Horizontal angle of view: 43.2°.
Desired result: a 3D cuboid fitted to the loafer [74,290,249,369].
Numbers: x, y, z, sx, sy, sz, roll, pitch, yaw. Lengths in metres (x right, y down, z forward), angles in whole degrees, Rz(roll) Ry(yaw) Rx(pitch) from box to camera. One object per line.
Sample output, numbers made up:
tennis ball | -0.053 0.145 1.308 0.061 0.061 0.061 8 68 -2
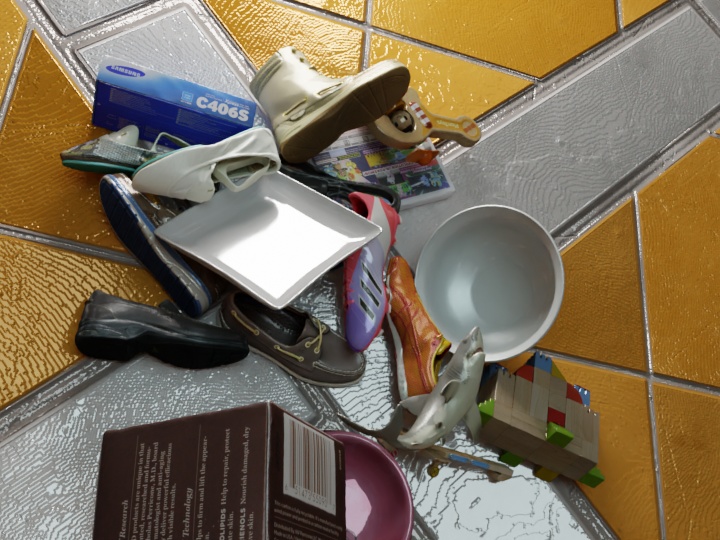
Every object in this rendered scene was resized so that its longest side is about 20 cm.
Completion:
loafer | -0.223 0.065 1.048 0.196 0.073 0.074 10 56 -17

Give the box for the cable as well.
cable | -0.047 -0.104 1.207 0.196 0.051 0.098 6 48 -12

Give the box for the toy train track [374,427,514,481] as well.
toy train track | 0.099 0.230 1.092 0.197 0.114 0.033 20 92 -27

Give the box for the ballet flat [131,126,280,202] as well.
ballet flat | -0.176 -0.119 1.093 0.198 0.070 0.070 -25 75 -35

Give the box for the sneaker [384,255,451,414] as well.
sneaker | 0.074 0.078 1.145 0.076 0.073 0.204 -15 76 11

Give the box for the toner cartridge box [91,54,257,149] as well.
toner cartridge box | -0.238 -0.200 1.161 0.196 0.095 0.044 16 58 -14

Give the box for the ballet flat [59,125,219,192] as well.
ballet flat | -0.269 -0.142 1.131 0.197 0.072 0.073 11 61 -22

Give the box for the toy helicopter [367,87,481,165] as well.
toy helicopter | 0.094 -0.198 1.278 0.197 0.079 0.134 4 57 -33

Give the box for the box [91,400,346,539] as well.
box | -0.132 0.242 0.886 0.196 0.166 0.167 -14 61 22

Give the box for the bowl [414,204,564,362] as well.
bowl | 0.176 0.023 1.187 0.197 0.090 0.206 -5 78 23

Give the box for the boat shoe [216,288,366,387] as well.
boat shoe | -0.078 0.080 1.101 0.197 0.060 0.073 26 57 -7

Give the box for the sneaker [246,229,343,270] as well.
sneaker | -0.082 -0.038 1.155 0.198 0.071 0.078 -14 39 -41

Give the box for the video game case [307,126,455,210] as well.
video game case | 0.016 -0.165 1.284 0.197 0.023 0.185 -15 71 -28

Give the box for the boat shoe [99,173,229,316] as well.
boat shoe | -0.236 -0.040 1.101 0.072 0.072 0.201 -38 92 -37

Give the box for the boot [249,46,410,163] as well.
boot | -0.045 -0.251 1.218 0.198 0.073 0.157 -33 55 4

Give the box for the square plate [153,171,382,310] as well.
square plate | -0.106 -0.039 1.072 0.198 0.029 0.197 29 44 25

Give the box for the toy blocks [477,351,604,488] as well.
toy blocks | 0.229 0.172 1.166 0.197 0.100 0.138 24 47 -8

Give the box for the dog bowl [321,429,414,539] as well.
dog bowl | -0.027 0.271 1.017 0.196 0.074 0.204 9 61 -17

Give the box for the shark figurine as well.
shark figurine | 0.066 0.162 1.044 0.213 0.088 0.131 -31 121 -41

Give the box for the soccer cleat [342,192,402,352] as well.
soccer cleat | 0.000 0.000 1.120 0.076 0.066 0.204 26 62 -29
